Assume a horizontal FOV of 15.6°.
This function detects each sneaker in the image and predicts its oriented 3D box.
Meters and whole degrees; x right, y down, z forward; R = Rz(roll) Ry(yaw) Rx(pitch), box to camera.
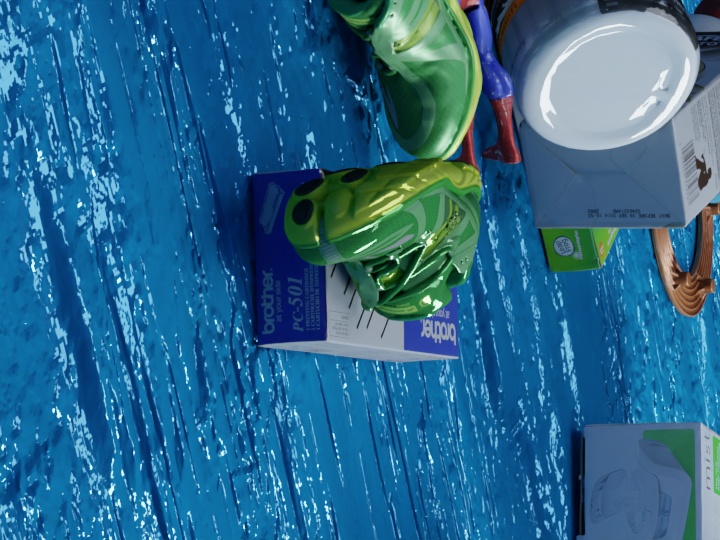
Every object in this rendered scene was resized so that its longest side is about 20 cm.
[{"bbox_3d":[0.016,-0.153,1.518,0.083,0.074,0.201,-30,125,-32],"label":"sneaker"},{"bbox_3d":[0.023,-0.015,1.378,0.200,0.074,0.084,-7,90,-67],"label":"sneaker"}]

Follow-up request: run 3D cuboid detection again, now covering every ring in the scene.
[{"bbox_3d":[0.278,-0.061,2.230,0.200,0.019,0.202,-4,90,-68],"label":"ring"}]

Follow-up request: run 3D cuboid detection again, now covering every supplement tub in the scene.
[{"bbox_3d":[0.139,-0.184,1.706,0.201,0.122,0.123,-105,171,-46],"label":"supplement tub"}]

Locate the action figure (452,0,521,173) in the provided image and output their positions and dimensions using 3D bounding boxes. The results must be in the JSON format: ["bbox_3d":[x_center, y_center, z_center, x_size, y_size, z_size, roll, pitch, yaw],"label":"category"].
[{"bbox_3d":[0.058,-0.160,1.606,0.065,0.052,0.201,-18,111,-34],"label":"action figure"}]

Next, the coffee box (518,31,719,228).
[{"bbox_3d":[0.202,-0.099,1.804,0.200,0.113,0.080,-39,124,-55],"label":"coffee box"}]

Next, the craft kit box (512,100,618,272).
[{"bbox_3d":[0.159,-0.132,1.912,0.200,0.048,0.198,-58,136,-56],"label":"craft kit box"}]

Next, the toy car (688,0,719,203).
[{"bbox_3d":[0.283,-0.138,2.072,0.199,0.184,0.178,-15,85,-46],"label":"toy car"}]

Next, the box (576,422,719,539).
[{"bbox_3d":[0.227,0.223,1.942,0.176,0.096,0.201,34,56,-66],"label":"box"}]

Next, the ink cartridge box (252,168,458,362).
[{"bbox_3d":[0.000,0.000,1.475,0.200,0.044,0.095,12,75,-67],"label":"ink cartridge box"}]
